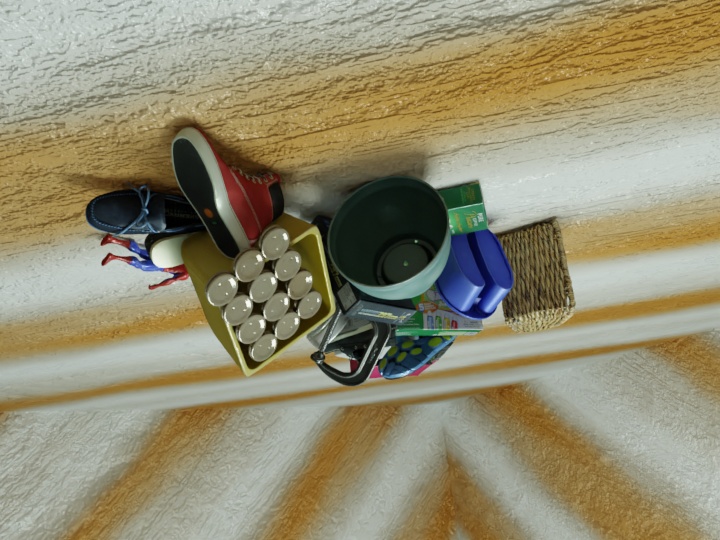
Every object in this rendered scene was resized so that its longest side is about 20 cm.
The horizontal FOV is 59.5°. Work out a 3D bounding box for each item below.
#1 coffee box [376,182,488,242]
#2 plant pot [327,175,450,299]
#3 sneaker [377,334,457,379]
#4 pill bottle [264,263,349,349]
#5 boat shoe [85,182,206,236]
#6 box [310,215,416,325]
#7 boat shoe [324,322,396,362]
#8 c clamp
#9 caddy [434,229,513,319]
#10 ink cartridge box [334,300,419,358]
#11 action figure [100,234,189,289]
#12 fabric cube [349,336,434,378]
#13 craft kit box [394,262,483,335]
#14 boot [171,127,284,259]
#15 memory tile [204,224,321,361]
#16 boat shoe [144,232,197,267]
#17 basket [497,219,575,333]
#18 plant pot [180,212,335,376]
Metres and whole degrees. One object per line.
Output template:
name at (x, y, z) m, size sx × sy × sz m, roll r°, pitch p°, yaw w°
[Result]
coffee box at (0.129, -0.097, 1.147) m, size 0.198 × 0.044 × 0.123 m, roll -11°, pitch 158°, yaw 14°
plant pot at (0.061, -0.034, 1.036) m, size 0.198 × 0.202 × 0.134 m, roll -12°, pitch 149°, yaw 15°
sneaker at (0.122, 0.174, 1.287) m, size 0.199 × 0.071 × 0.083 m, roll -27°, pitch 143°, yaw -30°
pill bottle at (-0.121, 0.051, 1.228) m, size 0.200 × 0.113 × 0.113 m, roll 45°, pitch 144°, yaw -8°
boat shoe at (-0.315, -0.097, 0.971) m, size 0.199 × 0.085 × 0.068 m, roll -9°, pitch -175°, yaw -37°
box at (0.000, 0.000, 1.138) m, size 0.157 × 0.201 × 0.051 m, roll 15°, pitch 130°, yaw -46°
boat shoe at (-0.003, 0.147, 1.241) m, size 0.198 × 0.067 × 0.074 m, roll -25°, pitch 174°, yaw 36°
c clamp at (-0.033, 0.117, 1.174) m, size 0.169 × 0.202 × 0.027 m, roll 19°, pitch -161°, yaw 0°
caddy at (0.209, 0.001, 1.235) m, size 0.140 × 0.201 × 0.105 m, roll 6°, pitch 141°, yaw -26°
ink cartridge box at (0.027, 0.081, 1.372) m, size 0.146 × 0.202 × 0.144 m, roll -17°, pitch 160°, yaw 26°
action figure at (-0.405, -0.005, 1.201) m, size 0.199 × 0.066 × 0.099 m, roll 15°, pitch 142°, yaw -44°
fabric cube at (0.072, 0.165, 1.626) m, size 0.198 × 0.198 × 0.200 m, roll -3°, pitch 162°, yaw -12°
craft kit box at (0.142, 0.032, 1.281) m, size 0.198 × 0.199 × 0.049 m, roll 1°, pitch 156°, yaw -23°
boot at (-0.182, -0.138, 0.914) m, size 0.072 × 0.145 × 0.201 m, roll 6°, pitch 132°, yaw 34°
memory tile at (-0.139, 0.037, 0.943) m, size 0.153 × 0.017 × 0.201 m, roll -44°, pitch 140°, yaw -18°
boat shoe at (-0.282, -0.052, 1.125) m, size 0.200 × 0.063 × 0.074 m, roll -8°, pitch 121°, yaw -31°
basket at (0.372, 0.021, 1.315) m, size 0.148 × 0.202 × 0.142 m, roll -16°, pitch 157°, yaw 24°
plant pot at (-0.189, 0.009, 1.044) m, size 0.195 × 0.199 × 0.195 m, roll -36°, pitch 138°, yaw -27°
